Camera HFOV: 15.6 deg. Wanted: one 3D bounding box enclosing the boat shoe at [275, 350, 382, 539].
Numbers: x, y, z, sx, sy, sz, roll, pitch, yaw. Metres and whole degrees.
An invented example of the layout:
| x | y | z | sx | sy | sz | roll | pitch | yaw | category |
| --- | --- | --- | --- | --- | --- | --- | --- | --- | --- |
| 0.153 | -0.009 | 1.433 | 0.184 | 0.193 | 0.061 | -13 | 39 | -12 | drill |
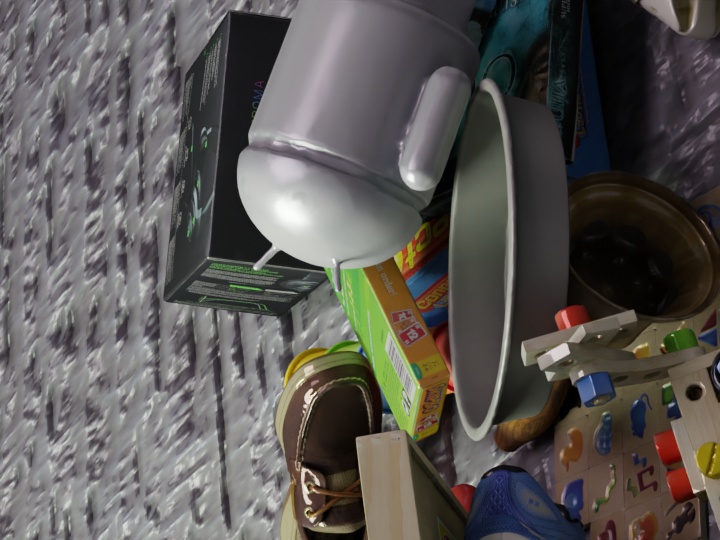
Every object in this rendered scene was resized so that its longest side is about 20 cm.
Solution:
| x | y | z | sx | sy | sz | roll | pitch | yaw | category |
| --- | --- | --- | --- | --- | --- | --- | --- | --- | --- |
| -0.013 | 0.138 | 1.683 | 0.201 | 0.072 | 0.072 | 98 | 155 | -43 | boat shoe |

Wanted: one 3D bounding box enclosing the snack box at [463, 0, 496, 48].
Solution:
| x | y | z | sx | sy | sz | roll | pitch | yaw | category |
| --- | --- | --- | --- | --- | --- | --- | --- | --- | --- |
| 0.030 | -0.145 | 1.635 | 0.116 | 0.037 | 0.201 | 44 | 116 | 59 | snack box |

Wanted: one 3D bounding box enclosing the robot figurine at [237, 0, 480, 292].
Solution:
| x | y | z | sx | sy | sz | roll | pitch | yaw | category |
| --- | --- | --- | --- | --- | --- | --- | --- | --- | --- |
| -0.002 | -0.087 | 1.521 | 0.169 | 0.113 | 0.201 | 11 | 78 | 56 | robot figurine |

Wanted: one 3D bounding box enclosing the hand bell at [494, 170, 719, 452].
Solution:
| x | y | z | sx | sy | sz | roll | pitch | yaw | category |
| --- | --- | --- | --- | --- | --- | --- | --- | --- | --- |
| 0.121 | 0.046 | 1.528 | 0.200 | 0.104 | 0.105 | 119 | 150 | -46 | hand bell |

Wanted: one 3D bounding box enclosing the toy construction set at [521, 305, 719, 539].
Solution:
| x | y | z | sx | sy | sz | roll | pitch | yaw | category |
| --- | --- | --- | --- | --- | --- | --- | --- | --- | --- |
| 0.164 | 0.106 | 1.369 | 0.131 | 0.092 | 0.201 | -22 | 83 | 13 | toy construction set |

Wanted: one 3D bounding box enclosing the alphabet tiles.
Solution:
| x | y | z | sx | sy | sz | roll | pitch | yaw | category |
| --- | --- | --- | --- | --- | --- | --- | --- | --- | --- |
| 0.163 | 0.070 | 1.516 | 0.167 | 0.008 | 0.201 | -31 | 52 | 51 | alphabet tiles |

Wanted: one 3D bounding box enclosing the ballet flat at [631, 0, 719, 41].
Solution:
| x | y | z | sx | sy | sz | roll | pitch | yaw | category |
| --- | --- | --- | --- | --- | --- | --- | --- | --- | --- |
| 0.206 | -0.174 | 1.497 | 0.200 | 0.068 | 0.076 | -22 | 75 | 53 | ballet flat |

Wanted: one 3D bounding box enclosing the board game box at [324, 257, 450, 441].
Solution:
| x | y | z | sx | sy | sz | roll | pitch | yaw | category |
| --- | --- | --- | --- | --- | --- | --- | --- | --- | --- |
| 0.000 | 0.000 | 1.609 | 0.201 | 0.030 | 0.096 | 62 | 166 | 20 | board game box |

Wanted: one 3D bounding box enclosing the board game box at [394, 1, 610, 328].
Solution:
| x | y | z | sx | sy | sz | roll | pitch | yaw | category |
| --- | --- | --- | --- | --- | --- | --- | --- | --- | --- |
| 0.072 | -0.091 | 1.693 | 0.200 | 0.056 | 0.197 | -42 | 43 | 45 | board game box |

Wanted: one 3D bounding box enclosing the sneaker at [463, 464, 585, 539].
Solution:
| x | y | z | sx | sy | sz | roll | pitch | yaw | category |
| --- | --- | --- | --- | --- | --- | --- | --- | --- | --- |
| 0.104 | 0.173 | 1.425 | 0.078 | 0.200 | 0.090 | -7 | 51 | 14 | sneaker |

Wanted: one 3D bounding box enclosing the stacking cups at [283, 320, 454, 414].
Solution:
| x | y | z | sx | sy | sz | roll | pitch | yaw | category |
| --- | --- | --- | --- | --- | --- | --- | --- | --- | --- |
| 0.027 | 0.069 | 1.702 | 0.200 | 0.060 | 0.061 | -14 | 66 | 56 | stacking cups |

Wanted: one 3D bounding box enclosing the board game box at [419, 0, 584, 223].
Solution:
| x | y | z | sx | sy | sz | roll | pitch | yaw | category |
| --- | --- | --- | --- | --- | --- | --- | --- | --- | --- |
| 0.068 | -0.108 | 1.621 | 0.200 | 0.028 | 0.136 | -23 | 58 | 55 | board game box |

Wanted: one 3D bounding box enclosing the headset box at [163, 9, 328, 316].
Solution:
| x | y | z | sx | sy | sz | roll | pitch | yaw | category |
| --- | --- | --- | --- | --- | --- | --- | --- | --- | --- |
| -0.071 | -0.072 | 1.831 | 0.200 | 0.092 | 0.175 | 141 | 135 | -73 | headset box |

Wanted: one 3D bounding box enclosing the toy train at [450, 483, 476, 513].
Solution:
| x | y | z | sx | sy | sz | roll | pitch | yaw | category |
| --- | --- | --- | --- | --- | --- | --- | --- | --- | --- |
| 0.033 | 0.185 | 1.584 | 0.116 | 0.084 | 0.200 | -61 | 24 | -8 | toy train |

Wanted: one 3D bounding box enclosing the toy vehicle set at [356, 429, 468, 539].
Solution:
| x | y | z | sx | sy | sz | roll | pitch | yaw | category |
| --- | --- | --- | --- | --- | --- | --- | --- | --- | --- |
| 0.041 | 0.173 | 1.380 | 0.026 | 0.200 | 0.125 | -11 | 67 | 10 | toy vehicle set |

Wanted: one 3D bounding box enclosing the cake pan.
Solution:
| x | y | z | sx | sy | sz | roll | pitch | yaw | category |
| --- | --- | --- | --- | --- | --- | --- | --- | --- | --- |
| 0.082 | -0.006 | 1.466 | 0.200 | 0.036 | 0.202 | -178 | 90 | -83 | cake pan |
